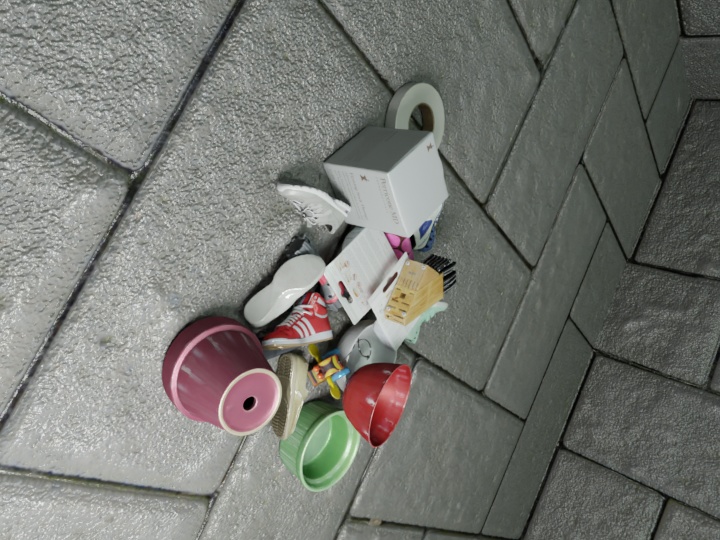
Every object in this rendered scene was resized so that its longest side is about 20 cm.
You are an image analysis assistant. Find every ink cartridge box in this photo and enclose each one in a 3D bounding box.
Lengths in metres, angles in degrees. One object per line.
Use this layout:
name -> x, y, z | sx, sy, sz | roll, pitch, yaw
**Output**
ink cartridge box -> 0.083, 0.073, 1.365 | 0.163, 0.057, 0.201 | -51, 132, -24
ink cartridge box -> 0.000, 0.000, 1.306 | 0.200, 0.047, 0.161 | -45, 119, -29

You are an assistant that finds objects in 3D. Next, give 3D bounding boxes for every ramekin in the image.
ramekin -> -0.101, 0.417, 1.365 | 0.199, 0.097, 0.202 | -20, 117, -43

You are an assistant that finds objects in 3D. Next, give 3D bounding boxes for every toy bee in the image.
toy bee -> -0.078, 0.214, 1.273 | 0.108, 0.131, 0.201 | -19, 144, -43

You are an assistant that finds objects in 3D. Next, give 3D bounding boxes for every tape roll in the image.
tape roll -> 0.139, -0.364, 1.409 | 0.202, 0.037, 0.205 | -18, 115, -43

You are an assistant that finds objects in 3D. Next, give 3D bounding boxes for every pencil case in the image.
pencil case -> 0.075, -0.077, 1.400 | 0.093, 0.091, 0.201 | -22, 126, -4

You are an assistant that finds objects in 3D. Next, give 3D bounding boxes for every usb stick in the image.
usb stick -> -0.164, 0.156, 1.254 | 0.199, 0.032, 0.056 | -17, 114, -44

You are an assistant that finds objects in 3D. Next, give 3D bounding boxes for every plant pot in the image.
plant pot -> -0.245, 0.208, 1.055 | 0.199, 0.178, 0.202 | -15, 114, -37

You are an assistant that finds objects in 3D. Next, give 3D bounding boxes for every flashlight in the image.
flashlight -> -0.096, 0.010, 1.260 | 0.200, 0.067, 0.068 | 49, 23, -41

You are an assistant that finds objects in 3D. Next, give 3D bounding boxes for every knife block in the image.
knife block -> 0.158, 0.052, 1.358 | 0.175, 0.064, 0.202 | 32, 79, -50

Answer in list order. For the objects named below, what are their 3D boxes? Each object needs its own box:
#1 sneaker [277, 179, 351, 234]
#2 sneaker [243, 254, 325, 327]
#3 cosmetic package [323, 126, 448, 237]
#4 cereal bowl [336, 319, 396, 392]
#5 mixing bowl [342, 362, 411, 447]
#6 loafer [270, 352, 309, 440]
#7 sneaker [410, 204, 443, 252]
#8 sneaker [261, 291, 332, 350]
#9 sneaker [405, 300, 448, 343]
sneaker -> -0.100, -0.132, 1.195 | 0.199, 0.074, 0.083 | 21, 94, -45
sneaker -> -0.157, 0.045, 1.190 | 0.199, 0.075, 0.089 | -39, 161, -11
cosmetic package -> 0.059, -0.202, 1.251 | 0.166, 0.199, 0.168 | -44, 131, -28
cereal bowl -> 0.001, 0.216, 1.420 | 0.199, 0.083, 0.202 | -19, 117, -42
mixing bowl -> 0.028, 0.295, 1.318 | 0.200, 0.107, 0.202 | -41, 142, -44
loafer -> -0.154, 0.285, 1.278 | 0.068, 0.075, 0.203 | 3, 100, -42
sneaker -> 0.147, -0.137, 1.463 | 0.115, 0.080, 0.202 | -14, 115, -47
sneaker -> -0.140, 0.105, 1.208 | 0.199, 0.071, 0.114 | -3, 84, -55
sneaker -> 0.163, 0.139, 1.578 | 0.199, 0.073, 0.120 | -4, 99, -37
